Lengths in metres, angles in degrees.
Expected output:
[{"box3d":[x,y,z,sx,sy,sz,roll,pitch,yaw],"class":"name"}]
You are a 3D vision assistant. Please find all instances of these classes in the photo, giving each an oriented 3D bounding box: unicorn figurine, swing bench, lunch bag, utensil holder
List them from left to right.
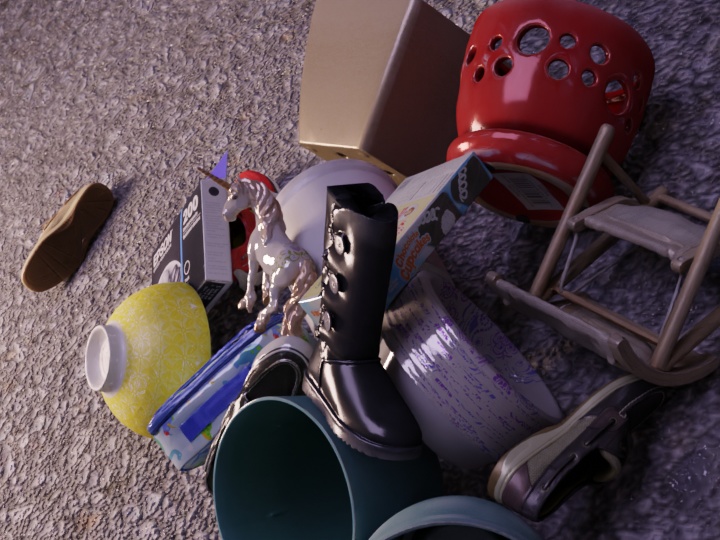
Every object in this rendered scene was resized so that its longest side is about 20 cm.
[{"box3d":[-0.139,0.135,1.585,0.200,0.083,0.161,-42,-6,11],"class":"lunch bag"},{"box3d":[-0.098,-0.013,1.499,0.199,0.074,0.138,31,119,39],"class":"unicorn figurine"},{"box3d":[0.000,0.000,1.549,0.170,0.170,0.200,-42,38,11],"class":"utensil holder"},{"box3d":[0.258,-0.004,1.300,0.201,0.130,0.199,-53,35,-4],"class":"swing bench"}]

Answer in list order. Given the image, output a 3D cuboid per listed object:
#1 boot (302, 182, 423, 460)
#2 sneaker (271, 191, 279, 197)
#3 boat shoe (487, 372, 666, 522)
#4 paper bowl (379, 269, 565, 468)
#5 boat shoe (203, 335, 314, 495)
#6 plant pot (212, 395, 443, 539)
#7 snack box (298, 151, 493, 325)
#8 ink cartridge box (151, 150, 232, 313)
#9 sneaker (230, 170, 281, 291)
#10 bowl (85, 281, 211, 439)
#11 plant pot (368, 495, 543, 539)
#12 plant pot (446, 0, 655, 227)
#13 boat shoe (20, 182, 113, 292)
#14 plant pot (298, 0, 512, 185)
[{"box3d":[0.011,0.042,1.220,0.165,0.065,0.202,34,120,47],"class":"boot"},{"box3d":[-0.057,-0.078,1.744,0.199,0.077,0.075,-15,21,37],"class":"sneaker"},{"box3d":[0.201,0.158,1.230,0.200,0.072,0.066,-27,52,-28],"class":"boat shoe"},{"box3d":[0.091,0.105,1.322,0.104,0.200,0.201,-43,36,10],"class":"paper bowl"},{"box3d":[-0.104,0.156,1.458,0.201,0.070,0.064,-60,3,30],"class":"boat shoe"},{"box3d":[-0.018,0.210,1.345,0.200,0.160,0.202,6,98,45],"class":"plant pot"},{"box3d":[0.035,-0.031,1.376,0.116,0.037,0.200,-18,27,54],"class":"snack box"},{"box3d":[-0.222,-0.027,1.830,0.198,0.043,0.201,-47,40,49],"class":"ink cartridge box"},{"box3d":[-0.151,-0.068,1.846,0.077,0.085,0.201,-29,41,24],"class":"sneaker"},{"box3d":[-0.274,0.111,1.728,0.200,0.107,0.202,-11,77,57],"class":"bowl"},{"box3d":[0.084,0.276,1.208,0.200,0.201,0.134,-38,9,16],"class":"plant pot"},{"box3d":[0.188,-0.156,1.461,0.200,0.200,0.184,-1,63,47],"class":"plant pot"},{"box3d":[-0.459,-0.050,2.187,0.064,0.071,0.201,4,53,56],"class":"boat shoe"},{"box3d":[0.040,-0.198,1.679,0.199,0.199,0.178,12,78,51],"class":"plant pot"}]
